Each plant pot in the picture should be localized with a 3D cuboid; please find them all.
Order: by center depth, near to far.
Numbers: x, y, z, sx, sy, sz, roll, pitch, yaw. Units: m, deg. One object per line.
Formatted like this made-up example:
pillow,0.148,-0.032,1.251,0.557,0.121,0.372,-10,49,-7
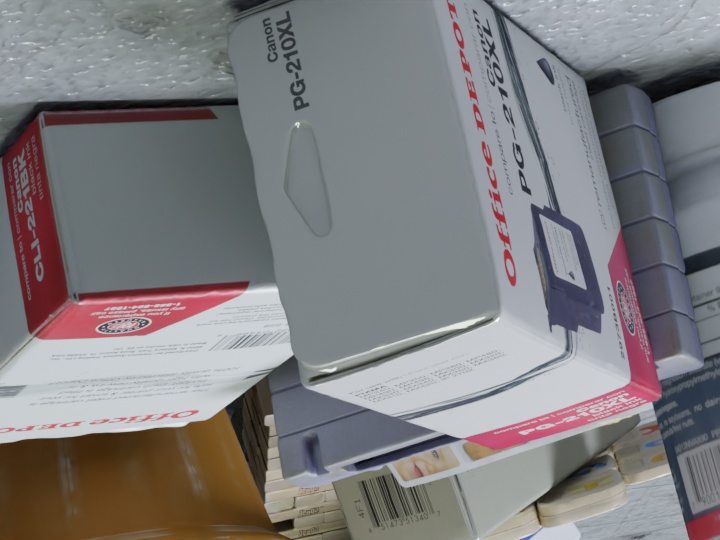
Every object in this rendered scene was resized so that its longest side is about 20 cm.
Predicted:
plant pot,-0.132,0.117,1.376,0.199,0.185,0.200,-10,164,-3

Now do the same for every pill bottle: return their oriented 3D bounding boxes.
pill bottle,0.179,0.023,1.219,0.119,0.201,0.120,-14,169,-3

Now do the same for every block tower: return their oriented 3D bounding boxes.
block tower,-0.035,0.115,1.548,0.057,0.054,0.201,-12,142,-11

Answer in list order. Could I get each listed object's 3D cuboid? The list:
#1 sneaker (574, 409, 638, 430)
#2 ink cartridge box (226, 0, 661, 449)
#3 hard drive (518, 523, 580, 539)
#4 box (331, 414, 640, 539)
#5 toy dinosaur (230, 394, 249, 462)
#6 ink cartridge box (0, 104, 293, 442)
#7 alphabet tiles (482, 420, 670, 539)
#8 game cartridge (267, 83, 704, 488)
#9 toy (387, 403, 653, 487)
sneaker,0.065,0.034,1.412,0.199,0.076,0.088,1,-164,22
ink cartridge box,0.036,-0.020,1.081,0.084,0.146,0.200,-18,163,19
hard drive,0.032,0.176,1.600,0.132,0.025,0.200,-39,-167,-16
box,0.069,0.091,1.511,0.082,0.069,0.200,-17,-173,33
toy dinosaur,-0.038,0.114,1.637,0.102,0.077,0.200,-31,163,17
ink cartridge box,-0.098,0.004,1.189,0.143,0.084,0.200,-4,162,-28
alphabet tiles,0.097,0.119,1.576,0.194,0.015,0.200,-17,-173,4
game cartridge,0.046,0.007,1.215,0.199,0.131,0.038,-19,155,27
toy,0.072,0.044,1.328,0.199,0.116,0.047,-19,-154,29
